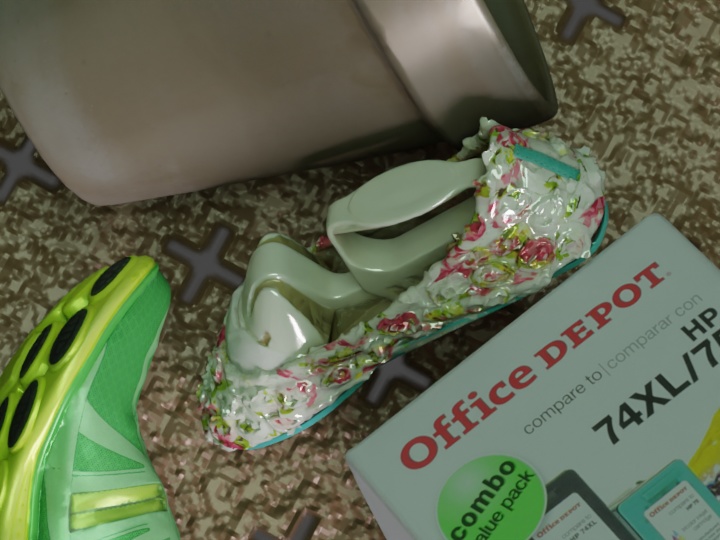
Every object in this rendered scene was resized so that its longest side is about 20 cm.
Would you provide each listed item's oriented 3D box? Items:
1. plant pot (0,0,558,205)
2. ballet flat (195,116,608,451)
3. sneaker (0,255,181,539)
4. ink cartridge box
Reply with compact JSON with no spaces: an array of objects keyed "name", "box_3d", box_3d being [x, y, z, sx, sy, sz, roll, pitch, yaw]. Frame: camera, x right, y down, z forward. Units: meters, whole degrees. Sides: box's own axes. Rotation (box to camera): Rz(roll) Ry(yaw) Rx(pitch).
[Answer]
[{"name":"plant pot","box_3d":[-0.045,-0.111,0.963,0.173,0.200,0.200,-25,83,11]},{"name":"ballet flat","box_3d":[0.000,0.000,0.949,0.064,0.200,0.076,35,37,-35]},{"name":"sneaker","box_3d":[-0.104,0.093,0.982,0.083,0.074,0.200,20,77,-25]},{"name":"ink cartridge box","box_3d":[0.121,0.116,0.907,0.147,0.146,0.200,-38,55,-8]}]
